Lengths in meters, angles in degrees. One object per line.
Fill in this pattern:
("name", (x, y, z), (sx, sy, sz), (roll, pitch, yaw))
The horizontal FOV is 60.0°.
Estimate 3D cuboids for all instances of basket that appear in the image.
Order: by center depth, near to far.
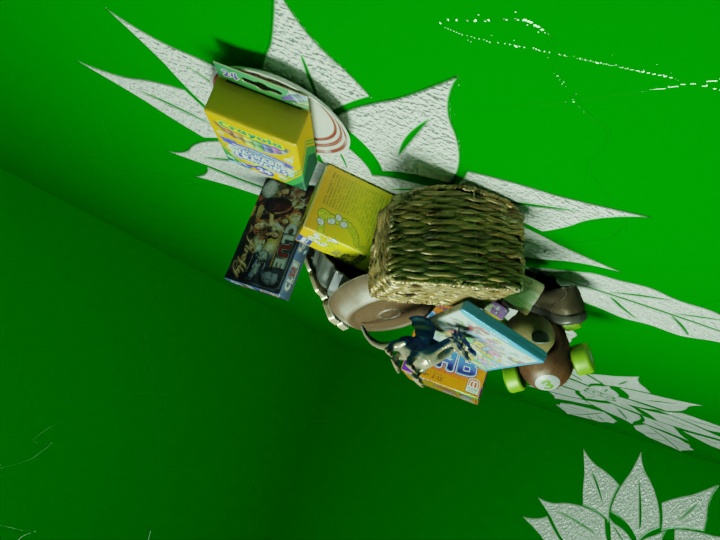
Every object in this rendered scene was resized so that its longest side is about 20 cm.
("basket", (0.115, -0.032, 0.876), (0.194, 0.147, 0.149), (4, 168, -8))

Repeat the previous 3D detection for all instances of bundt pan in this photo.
("bundt pan", (0.000, 0.000, 1.132), (0.198, 0.077, 0.204), (20, -146, -14))

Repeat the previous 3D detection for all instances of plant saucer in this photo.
("plant saucer", (0.046, 0.056, 1.014), (0.195, 0.038, 0.202), (-8, 154, -4))

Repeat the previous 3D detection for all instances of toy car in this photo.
("toy car", (0.302, 0.136, 1.095), (0.161, 0.162, 0.199), (-20, 167, 26))

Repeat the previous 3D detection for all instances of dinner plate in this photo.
("dinner plate", (-0.101, -0.209, 0.811), (0.196, 0.025, 0.200), (22, 167, 5))

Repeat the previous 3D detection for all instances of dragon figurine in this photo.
("dragon figurine", (0.091, 0.112, 0.971), (0.198, 0.099, 0.059), (23, 150, 52))

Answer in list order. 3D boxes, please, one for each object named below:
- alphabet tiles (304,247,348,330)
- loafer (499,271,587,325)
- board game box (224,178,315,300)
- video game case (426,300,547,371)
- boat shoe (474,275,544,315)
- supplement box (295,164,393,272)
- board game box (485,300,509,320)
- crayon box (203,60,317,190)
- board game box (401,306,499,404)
("alphabet tiles", (-0.073, 0.014, 1.196), (0.014, 0.204, 0.196), (-24, 159, 8))
("loafer", (0.310, 0.034, 1.074), (0.071, 0.073, 0.199), (-12, -164, -28))
("board game box", (-0.150, -0.060, 1.119), (0.133, 0.204, 0.035), (13, 166, 31))
("video game case", (0.179, 0.106, 0.960), (0.141, 0.018, 0.200), (33, 162, -5))
("boat shoe", (0.211, -0.010, 1.035), (0.199, 0.066, 0.072), (38, -172, 20))
("supplement box", (0.006, -0.069, 1.021), (0.196, 0.112, 0.109), (24, 167, -9))
("board game box", (0.176, 0.010, 1.126), (0.198, 0.032, 0.121), (29, -157, -33))
("crayon box", (-0.125, -0.178, 0.811), (0.123, 0.053, 0.200), (21, 168, 4))
("board game box", (0.234, 0.201, 1.574), (0.196, 0.204, 0.200), (18, 168, 15))
